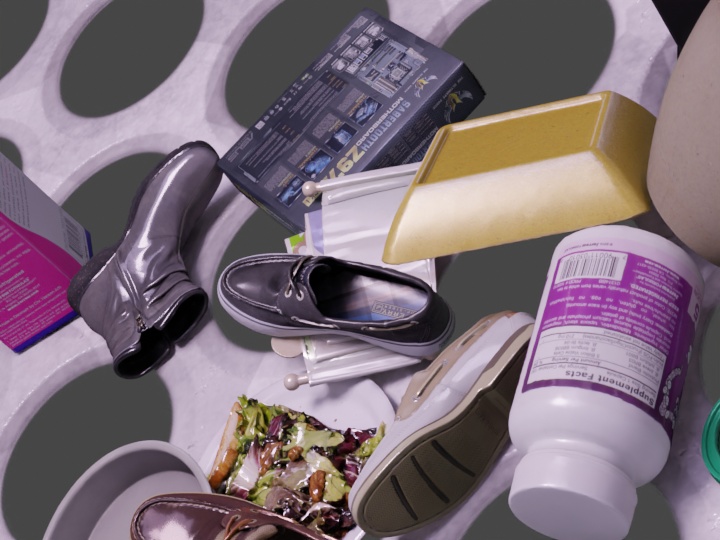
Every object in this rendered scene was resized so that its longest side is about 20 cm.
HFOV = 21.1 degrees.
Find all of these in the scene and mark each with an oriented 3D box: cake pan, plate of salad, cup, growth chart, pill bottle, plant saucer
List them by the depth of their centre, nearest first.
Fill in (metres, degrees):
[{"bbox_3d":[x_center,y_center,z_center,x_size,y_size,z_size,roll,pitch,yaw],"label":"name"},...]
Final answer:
[{"bbox_3d":[0.164,0.079,1.319,0.112,0.112,0.201,-5,54,36],"label":"pill bottle"},{"bbox_3d":[0.279,-0.083,1.328,0.143,0.199,0.201,-49,33,34],"label":"cup"},{"bbox_3d":[0.120,-0.078,1.444,0.198,0.049,0.200,-11,19,17],"label":"plant saucer"},{"bbox_3d":[-0.060,0.155,1.483,0.199,0.048,0.201,-22,44,23],"label":"plate of salad"},{"bbox_3d":[-0.173,0.232,1.488,0.199,0.037,0.202,-20,57,34],"label":"cake pan"},{"bbox_3d":[0.000,0.000,1.544,0.144,0.018,0.201,-5,60,13],"label":"growth chart"}]

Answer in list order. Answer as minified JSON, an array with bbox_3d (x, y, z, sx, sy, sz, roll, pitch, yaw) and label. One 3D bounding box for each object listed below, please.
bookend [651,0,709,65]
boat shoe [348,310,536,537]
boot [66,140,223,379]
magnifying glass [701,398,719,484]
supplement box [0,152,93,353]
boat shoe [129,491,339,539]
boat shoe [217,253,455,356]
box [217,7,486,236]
[{"bbox_3d":[0.251,-0.274,1.482,0.092,0.199,0.201,-14,49,26],"label":"bookend"},{"bbox_3d":[0.063,0.111,1.410,0.200,0.075,0.068,-42,34,-10],"label":"boat shoe"},{"bbox_3d":[-0.164,-0.006,1.697,0.201,0.070,0.132,-55,42,6],"label":"boot"},{"bbox_3d":[0.297,0.063,1.298,0.079,0.022,0.201,19,71,46],"label":"magnifying glass"},{"bbox_3d":[-0.339,-0.034,1.749,0.103,0.200,0.102,-30,42,13],"label":"supplement box"},{"bbox_3d":[-0.075,0.199,1.376,0.199,0.072,0.073,18,72,13],"label":"boat shoe"},{"bbox_3d":[-0.025,0.018,1.492,0.199,0.066,0.070,15,67,23],"label":"boat shoe"},{"bbox_3d":[-0.009,-0.121,1.674,0.200,0.051,0.158,-48,41,-6],"label":"box"}]
